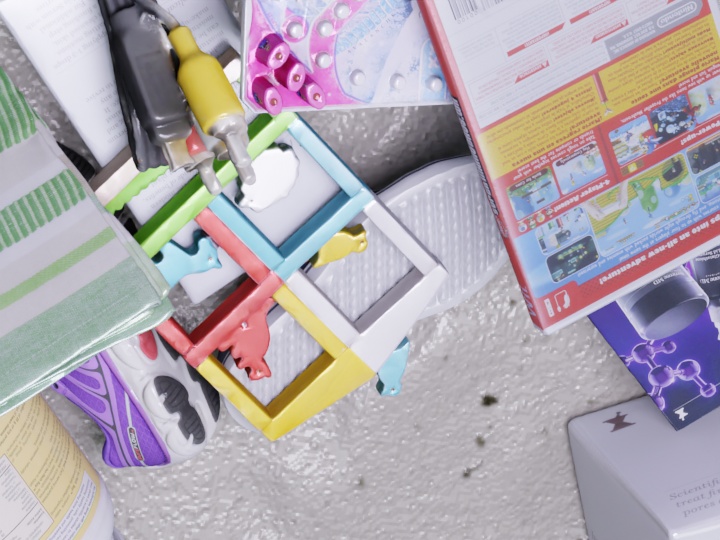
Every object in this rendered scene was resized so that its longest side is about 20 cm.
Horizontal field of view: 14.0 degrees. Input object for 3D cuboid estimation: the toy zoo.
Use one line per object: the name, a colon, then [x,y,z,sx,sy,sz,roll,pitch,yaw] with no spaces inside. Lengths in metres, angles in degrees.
toy zoo: [-0.046,-0.001,1.520,0.131,0.020,0.200,-42,113,4]

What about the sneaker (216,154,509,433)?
sneaker: [0.000,0.000,1.584,0.200,0.079,0.079,-37,113,4]

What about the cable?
cable: [-0.104,-0.129,1.436,0.050,0.097,0.201,-16,84,-21]

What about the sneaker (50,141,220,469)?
sneaker: [-0.153,0.023,1.554,0.083,0.081,0.201,-19,107,24]

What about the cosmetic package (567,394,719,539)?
cosmetic package: [0.233,0.177,1.676,0.164,0.165,0.201,-17,114,-11]

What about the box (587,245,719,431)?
box: [0.217,-0.026,1.617,0.199,0.079,0.141,-33,119,15]

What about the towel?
towel: [-0.203,-0.014,1.459,0.152,0.200,0.023,-31,151,-12]

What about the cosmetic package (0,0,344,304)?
cosmetic package: [-0.102,-0.095,1.523,0.101,0.071,0.200,-33,115,-2]

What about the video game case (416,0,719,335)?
video game case: [0.119,-0.084,1.444,0.142,0.017,0.201,-27,117,-12]

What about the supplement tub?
supplement tub: [-0.218,0.115,1.529,0.145,0.145,0.200,-34,116,-2]

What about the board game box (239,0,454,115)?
board game box: [0.043,-0.175,1.407,0.199,0.026,0.201,-4,109,-21]
